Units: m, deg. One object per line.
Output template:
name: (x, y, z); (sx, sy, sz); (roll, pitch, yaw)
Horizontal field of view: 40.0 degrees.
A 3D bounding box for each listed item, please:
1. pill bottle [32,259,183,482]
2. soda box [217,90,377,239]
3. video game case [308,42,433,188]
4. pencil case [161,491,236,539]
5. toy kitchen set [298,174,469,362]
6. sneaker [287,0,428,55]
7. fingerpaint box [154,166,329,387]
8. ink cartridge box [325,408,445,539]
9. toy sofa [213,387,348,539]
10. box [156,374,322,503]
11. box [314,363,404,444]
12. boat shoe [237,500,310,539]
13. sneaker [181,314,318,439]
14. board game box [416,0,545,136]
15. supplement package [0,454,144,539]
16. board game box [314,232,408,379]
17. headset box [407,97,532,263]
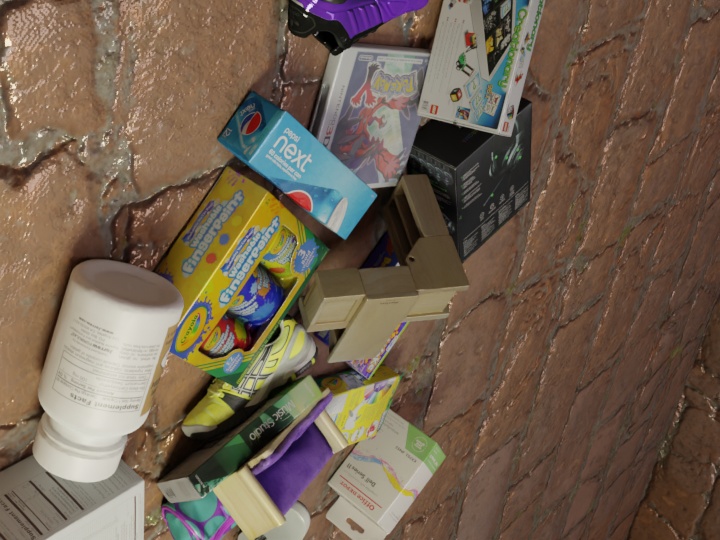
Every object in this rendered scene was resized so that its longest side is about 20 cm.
pill bottle: (-0.257, 0.102, 0.987); (0.114, 0.114, 0.202); (-2, 118, -54)
soda box: (-0.066, -0.113, 1.102); (0.068, 0.064, 0.200); (-54, 141, -1)
video game case: (0.011, -0.185, 1.216); (0.199, 0.023, 0.184); (-12, 126, -51)
pencil case: (-0.164, 0.293, 1.308); (0.199, 0.092, 0.086); (-32, 140, -36)
toy kitchen set: (0.000, 0.000, 1.288); (0.198, 0.182, 0.164); (-4, 149, -25)
sneaker: (-0.008, -0.283, 1.071); (0.199, 0.069, 0.100); (-12, 133, -46)
fingerpaint box: (-0.144, 0.013, 1.114); (0.201, 0.073, 0.167); (-56, 149, -6)
ink cartridge box: (0.031, 0.339, 1.603); (0.201, 0.117, 0.067); (-51, 148, -13)
toy sofa: (-0.085, 0.235, 1.227); (0.097, 0.083, 0.200); (-34, -177, 30)
box: (-0.150, 0.210, 1.228); (0.200, 0.036, 0.144); (-40, -175, -28)
box: (-0.016, 0.206, 1.487); (0.199, 0.048, 0.118); (-6, 124, -51)
boat shoe: (-0.116, 0.354, 1.406); (0.064, 0.071, 0.200); (-44, 180, -38)
sneaker: (-0.148, 0.130, 1.232); (0.200, 0.075, 0.077); (-40, 112, -23)
board game box: (0.148, -0.275, 1.204); (0.034, 0.125, 0.203); (1, 106, -54)
supplement package: (-0.336, 0.273, 1.025); (0.199, 0.109, 0.115); (-26, 137, -42)
board game box: (0.031, 0.044, 1.421); (0.201, 0.045, 0.135); (-55, 149, -7)
headset box: (0.156, -0.142, 1.394); (0.174, 0.092, 0.201); (-41, 145, -26)
